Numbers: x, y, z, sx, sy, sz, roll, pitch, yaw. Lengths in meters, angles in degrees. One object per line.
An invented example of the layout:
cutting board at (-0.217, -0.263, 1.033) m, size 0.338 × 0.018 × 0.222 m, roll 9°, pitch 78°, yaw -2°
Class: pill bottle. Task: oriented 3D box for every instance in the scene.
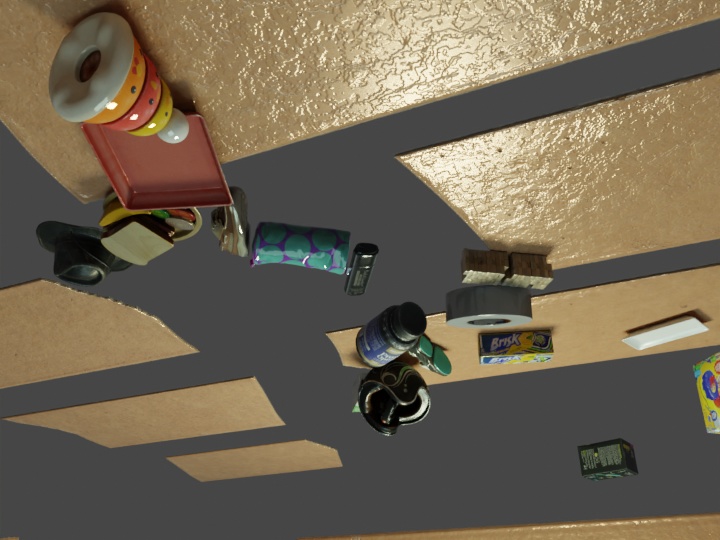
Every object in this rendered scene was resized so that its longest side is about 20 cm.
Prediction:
pill bottle at (0.076, 0.154, 1.678) m, size 0.109 × 0.115 × 0.200 m, roll 13°, pitch 150°, yaw -25°

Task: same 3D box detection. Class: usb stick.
usb stick at (0.000, 0.000, 1.476) m, size 0.054 × 0.033 × 0.201 m, roll -3°, pitch 152°, yaw -10°

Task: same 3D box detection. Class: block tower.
block tower at (0.305, -0.002, 1.451) m, size 0.194 × 0.055 × 0.058 m, roll 6°, pitch 151°, yaw -11°

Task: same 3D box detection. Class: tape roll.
tape roll at (0.290, 0.085, 1.552) m, size 0.194 × 0.068 × 0.201 m, roll -1°, pitch 168°, yaw 0°

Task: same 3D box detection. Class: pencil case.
pencil case at (-0.114, -0.042, 1.337) m, size 0.194 × 0.086 × 0.094 m, roll 7°, pitch 123°, yaw -13°

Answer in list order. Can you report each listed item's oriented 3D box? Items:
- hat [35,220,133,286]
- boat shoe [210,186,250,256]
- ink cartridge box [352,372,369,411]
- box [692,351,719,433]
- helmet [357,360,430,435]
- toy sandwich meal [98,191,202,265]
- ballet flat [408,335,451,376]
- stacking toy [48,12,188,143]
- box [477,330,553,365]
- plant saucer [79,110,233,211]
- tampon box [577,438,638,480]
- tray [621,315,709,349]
hat at (-0.558, -0.017, 1.365) m, size 0.194 × 0.083 × 0.202 m, roll 8°, pitch 154°, yaw 4°
boat shoe at (-0.246, -0.086, 1.270) m, size 0.069 × 0.078 × 0.202 m, roll 4°, pitch 150°, yaw -3°
ink cartridge box at (0.079, 0.388, 2.143) m, size 0.193 × 0.090 × 0.146 m, roll 5°, pitch 153°, yaw -8°
box at (1.075, 0.339, 1.940) m, size 0.118 × 0.205 × 0.194 m, roll 6°, pitch 151°, yaw -12°
helmet at (0.102, 0.360, 1.975) m, size 0.197 × 0.205 × 0.189 m, roll -24°, pitch 178°, yaw 38°
toy sandwich meal at (-0.394, -0.083, 1.272) m, size 0.198 × 0.072 × 0.207 m, roll 0°, pitch 152°, yaw 0°
ballet flat at (0.182, 0.230, 1.883) m, size 0.067 × 0.070 × 0.200 m, roll -7°, pitch 142°, yaw 34°
stacking toy at (-0.306, -0.237, 0.935) m, size 0.142 × 0.151 × 0.199 m, roll -14°, pitch 159°, yaw 24°
box at (0.414, 0.209, 1.836) m, size 0.193 × 0.066 × 0.071 m, roll -4°, pitch 153°, yaw 6°
plant saucer at (-0.320, -0.181, 1.107) m, size 0.193 × 0.038 × 0.202 m, roll -2°, pitch 144°, yaw 5°
tampon box at (1.040, 0.798, 2.875) m, size 0.197 × 0.130 × 0.149 m, roll -22°, pitch 146°, yaw 33°
tray at (0.799, 0.161, 1.797) m, size 0.106 × 0.023 × 0.197 m, roll 25°, pitch 143°, yaw -37°
